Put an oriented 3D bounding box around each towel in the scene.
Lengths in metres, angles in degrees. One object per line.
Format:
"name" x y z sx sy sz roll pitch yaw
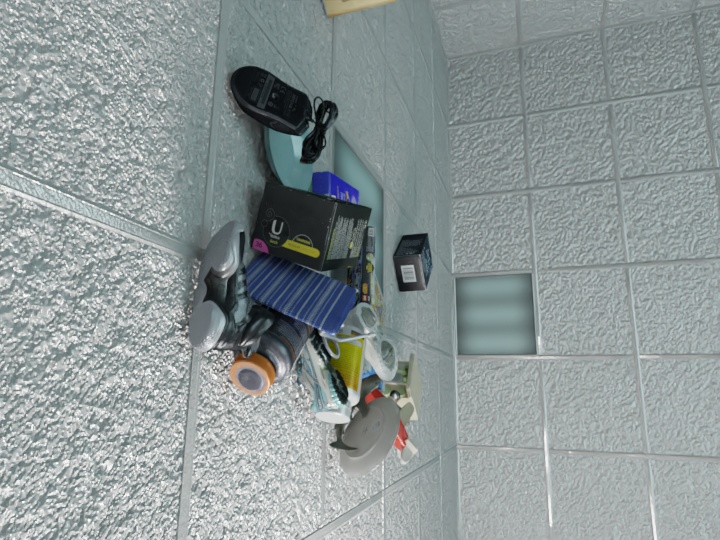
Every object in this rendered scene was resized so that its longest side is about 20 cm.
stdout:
"towel" -0.111 0.038 0.900 0.145 0.197 0.024 -59 170 -59

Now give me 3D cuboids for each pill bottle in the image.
"pill bottle" -0.049 0.231 1.152 0.110 0.108 0.203 60 31 -52
"pill bottle" -0.149 0.119 0.880 0.201 0.105 0.108 -64 145 -56

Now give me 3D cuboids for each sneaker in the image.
"sneaker" 0.020 0.181 1.266 0.077 0.099 0.202 -24 88 -46
"sneaker" -0.103 0.197 1.058 0.202 0.085 0.077 66 15 13
"sneaker" -0.188 0.032 0.787 0.113 0.075 0.203 27 64 -43

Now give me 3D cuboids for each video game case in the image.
"video game case" 0.035 0.115 1.559 0.184 0.023 0.202 -75 154 -44

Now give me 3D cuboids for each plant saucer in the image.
"plant saucer" -0.153 -0.251 1.045 0.201 0.038 0.205 -4 90 -72

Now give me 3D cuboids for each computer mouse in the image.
"computer mouse" -0.148 -0.289 0.934 0.198 0.053 0.140 28 68 -19

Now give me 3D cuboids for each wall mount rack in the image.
"wall mount rack" -0.049 0.090 1.123 0.173 0.074 0.202 32 33 -62

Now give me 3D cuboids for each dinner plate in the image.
"dinner plate" 0.014 0.387 1.219 0.024 0.199 0.202 41 40 -25

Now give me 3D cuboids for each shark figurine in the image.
"shark figurine" -0.041 0.334 1.251 0.090 0.127 0.216 45 56 -25

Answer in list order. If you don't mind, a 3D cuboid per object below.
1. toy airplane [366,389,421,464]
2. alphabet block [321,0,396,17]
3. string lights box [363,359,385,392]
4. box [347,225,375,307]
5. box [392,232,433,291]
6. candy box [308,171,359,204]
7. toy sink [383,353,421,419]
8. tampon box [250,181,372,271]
"toy airplane" 0.077 0.445 1.435 0.199 0.140 0.202 28 52 -37
"alphabet block" -0.008 -0.810 1.330 0.198 0.197 0.197 67 27 -45
"string lights box" 0.021 0.260 1.431 0.201 0.058 0.104 59 33 -54
"box" 0.000 0.000 1.342 0.137 0.039 0.203 139 -45 -68
"box" 0.204 -0.033 1.959 0.201 0.105 0.150 -62 143 -58
"candy box" -0.066 -0.127 1.220 0.200 0.076 0.172 15 74 -72
"toy sink" 0.125 0.370 1.643 0.201 0.110 0.132 73 23 -47
"tampon box" -0.088 -0.082 0.989 0.200 0.148 0.128 -9 115 -70
